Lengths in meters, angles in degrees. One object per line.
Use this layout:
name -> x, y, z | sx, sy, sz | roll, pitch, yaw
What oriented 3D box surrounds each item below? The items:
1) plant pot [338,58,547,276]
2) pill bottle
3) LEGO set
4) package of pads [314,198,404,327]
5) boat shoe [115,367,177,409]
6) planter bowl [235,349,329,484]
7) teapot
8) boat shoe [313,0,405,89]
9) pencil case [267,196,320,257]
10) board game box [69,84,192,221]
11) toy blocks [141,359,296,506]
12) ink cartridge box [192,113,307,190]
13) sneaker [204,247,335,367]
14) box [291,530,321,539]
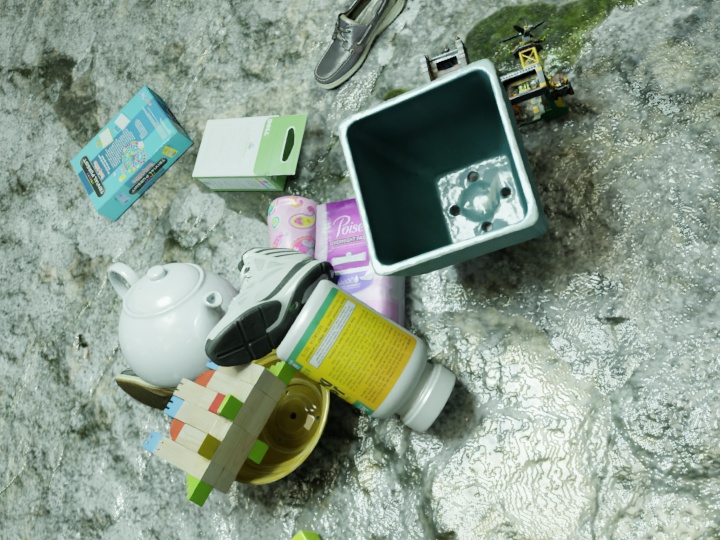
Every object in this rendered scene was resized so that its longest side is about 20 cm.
plant pot -> 0.119, -0.100, 0.978 | 0.196, 0.200, 0.197 | -19, 75, 21
pill bottle -> 0.010, 0.108, 0.970 | 0.200, 0.113, 0.113 | 32, 87, -3
LEGO set -> 0.169, -0.249, 1.051 | 0.200, 0.154, 0.116 | -19, 75, 27
package of pads -> 0.000, 0.000, 1.089 | 0.120, 0.076, 0.200 | -8, 66, 24
boat shoe -> -0.277, 0.165, 1.187 | 0.200, 0.073, 0.065 | 4, 51, 33
planter bowl -> -0.108, 0.186, 1.066 | 0.200, 0.083, 0.201 | -12, 65, 26
teapot -> -0.264, 0.055, 1.136 | 0.200, 0.146, 0.197 | -18, 32, 6
boat shoe -> -0.011, -0.378, 1.260 | 0.200, 0.065, 0.072 | -49, 56, 4
pencil case -> -0.097, -0.003, 1.139 | 0.087, 0.087, 0.200 | -9, 67, 26
board game box -> -0.409, -0.209, 1.426 | 0.200, 0.047, 0.151 | -43, 56, 8
toy blocks -> -0.188, 0.182, 1.014 | 0.137, 0.100, 0.200 | 13, 66, 42
ink cartridge box -> -0.161, -0.184, 1.267 | 0.200, 0.059, 0.104 | 2, 71, 30
sneaker -> -0.138, 0.040, 1.034 | 0.115, 0.076, 0.200 | 25, 51, 39
box -> -0.048, 0.427, 0.953 | 0.122, 0.048, 0.200 | -48, 54, 4
